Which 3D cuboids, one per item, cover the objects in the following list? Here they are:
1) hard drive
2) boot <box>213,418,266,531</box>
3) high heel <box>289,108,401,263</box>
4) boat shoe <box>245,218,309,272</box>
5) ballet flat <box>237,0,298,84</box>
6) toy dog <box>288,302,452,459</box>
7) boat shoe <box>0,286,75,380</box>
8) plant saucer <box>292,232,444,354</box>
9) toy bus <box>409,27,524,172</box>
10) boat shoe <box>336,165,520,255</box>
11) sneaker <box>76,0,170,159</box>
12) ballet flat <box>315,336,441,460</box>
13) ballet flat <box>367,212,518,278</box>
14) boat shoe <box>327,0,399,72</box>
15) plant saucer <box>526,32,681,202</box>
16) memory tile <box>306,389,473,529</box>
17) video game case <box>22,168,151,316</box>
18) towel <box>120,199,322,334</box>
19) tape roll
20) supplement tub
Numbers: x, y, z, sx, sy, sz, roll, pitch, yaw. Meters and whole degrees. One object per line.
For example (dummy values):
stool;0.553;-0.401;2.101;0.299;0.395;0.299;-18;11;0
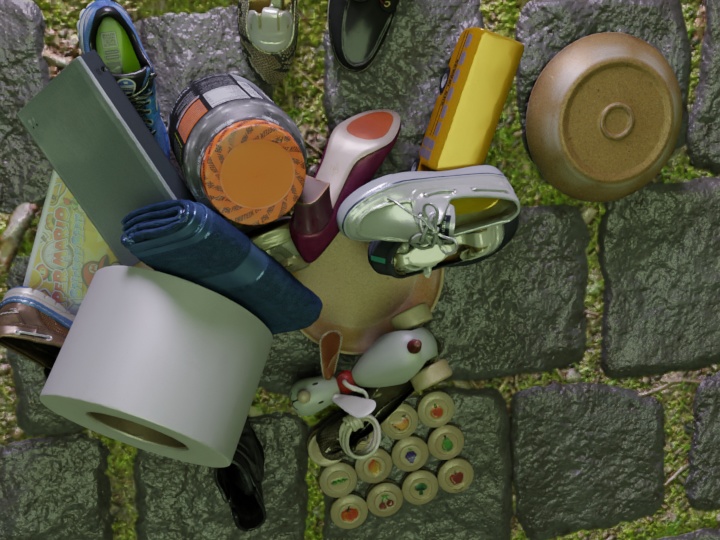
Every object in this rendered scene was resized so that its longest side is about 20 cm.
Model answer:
hard drive;-0.257;-0.107;0.857;0.139;0.033;0.201;-21;107;41
boot;-0.158;0.191;0.960;0.069;0.132;0.201;-29;109;0
high heel;-0.016;-0.100;0.929;0.200;0.067;0.097;-46;153;-33
boat shoe;-0.154;0.005;0.922;0.199;0.072;0.065;-22;105;-3
ballet flat;-0.094;-0.300;0.875;0.067;0.075;0.202;3;104;-11
toy dog;0.012;0.115;0.943;0.200;0.096;0.132;-45;78;0
boat shoe;-0.319;0.101;0.924;0.200;0.073;0.072;35;131;-27
plant saucer;0.000;0.000;0.989;0.199;0.035;0.202;-2;105;-9
toy bus;0.117;-0.168;0.942;0.065;0.078;0.201;16;101;-13
boat shoe;0.079;-0.054;0.878;0.200;0.086;0.075;-9;131;-18
sneaker;-0.250;-0.181;0.869;0.078;0.089;0.201;-18;108;-14
ballet flat;0.027;0.159;1.008;0.200;0.046;0.067;-43;126;0
ballet flat;0.107;-0.031;0.946;0.199;0.073;0.074;-14;107;-17
boat shoe;0.013;-0.317;0.897;0.073;0.063;0.203;13;103;-14
plant saucer;0.298;-0.179;0.983;0.199;0.035;0.202;-2;104;-9
memory tile;0.041;0.245;1.069;0.199;0.017;0.154;-18;106;-4
video game case;-0.279;-0.013;0.947;0.181;0.023;0.201;17;101;-13
towel;-0.133;-0.002;0.821;0.200;0.111;0.049;42;51;-40
tape roll;-0.204;0.102;0.848;0.202;0.203;0.140;24;67;-14
supplement tub;-0.126;-0.124;0.842;0.122;0.200;0.123;-8;116;-16
